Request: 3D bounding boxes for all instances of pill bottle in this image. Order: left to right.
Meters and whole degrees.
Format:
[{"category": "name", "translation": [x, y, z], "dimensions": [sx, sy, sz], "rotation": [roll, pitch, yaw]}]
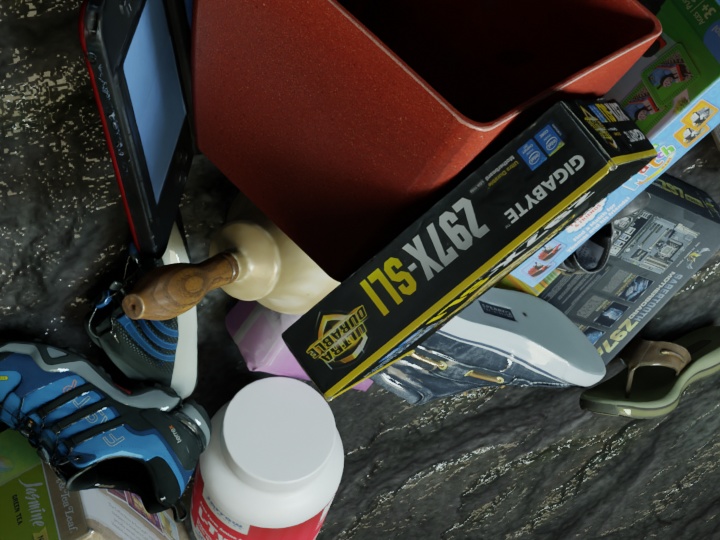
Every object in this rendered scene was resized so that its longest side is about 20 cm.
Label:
[{"category": "pill bottle", "translation": [-0.074, 0.162, 1.176], "dimensions": [0.112, 0.112, 0.200], "rotation": [-12, 155, -15]}]

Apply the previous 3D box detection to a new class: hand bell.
[{"category": "hand bell", "translation": [-0.094, 0.002, 0.967], "dimensions": [0.104, 0.104, 0.200], "rotation": [-51, 168, 27]}]

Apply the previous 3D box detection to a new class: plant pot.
[{"category": "plant pot", "translation": [0.014, -0.114, 0.864], "dimensions": [0.200, 0.200, 0.176], "rotation": [-31, 160, -45]}]

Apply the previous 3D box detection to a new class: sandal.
[{"category": "sandal", "translation": [0.259, 0.080, 1.309], "dimensions": [0.201, 0.080, 0.057], "rotation": [-27, 113, -42]}]

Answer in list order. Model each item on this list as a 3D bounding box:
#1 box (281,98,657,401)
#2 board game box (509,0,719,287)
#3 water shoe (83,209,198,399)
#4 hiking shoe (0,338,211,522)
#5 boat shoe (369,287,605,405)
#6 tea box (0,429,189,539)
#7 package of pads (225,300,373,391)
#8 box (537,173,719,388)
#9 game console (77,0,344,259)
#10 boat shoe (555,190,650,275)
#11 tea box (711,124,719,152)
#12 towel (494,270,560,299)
[{"category": "box", "translation": [0.065, -0.016, 0.827], "dimensions": [0.200, 0.049, 0.160], "rotation": [-40, 172, 18]}, {"category": "board game box", "translation": [0.142, -0.109, 0.933], "dimensions": [0.037, 0.151, 0.200], "rotation": [25, 120, -42]}, {"category": "water shoe", "translation": [-0.159, 0.030, 1.063], "dimensions": [0.079, 0.072, 0.200], "rotation": [-8, 136, -11]}, {"category": "hiking shoe", "translation": [-0.209, 0.110, 1.064], "dimensions": [0.200, 0.087, 0.074], "rotation": [16, 139, -1]}, {"category": "boat shoe", "translation": [0.090, 0.063, 1.120], "dimensions": [0.200, 0.071, 0.091], "rotation": [21, 124, -35]}, {"category": "tea box", "translation": [-0.255, 0.240, 1.177], "dimensions": [0.197, 0.134, 0.200], "rotation": [-31, 139, 5]}, {"category": "package of pads", "translation": [0.000, 0.000, 1.107], "dimensions": [0.120, 0.076, 0.200], "rotation": [12, 128, -39]}, {"category": "box", "translation": [0.187, 0.002, 1.221], "dimensions": [0.158, 0.051, 0.200], "rotation": [18, 123, -37]}, {"category": "game console", "translation": [-0.080, -0.127, 0.907], "dimensions": [0.119, 0.172, 0.200], "rotation": [3, 138, 8]}, {"category": "boat shoe", "translation": [0.150, -0.029, 1.034], "dimensions": [0.070, 0.066, 0.200], "rotation": [-23, 167, -22]}, {"category": "tea box", "translation": [0.362, -0.124, 1.059], "dimensions": [0.197, 0.134, 0.200], "rotation": [-34, 121, -2]}, {"category": "towel", "translation": [0.089, 0.010, 1.170], "dimensions": [0.200, 0.086, 0.018], "rotation": [-48, 174, 25]}]
